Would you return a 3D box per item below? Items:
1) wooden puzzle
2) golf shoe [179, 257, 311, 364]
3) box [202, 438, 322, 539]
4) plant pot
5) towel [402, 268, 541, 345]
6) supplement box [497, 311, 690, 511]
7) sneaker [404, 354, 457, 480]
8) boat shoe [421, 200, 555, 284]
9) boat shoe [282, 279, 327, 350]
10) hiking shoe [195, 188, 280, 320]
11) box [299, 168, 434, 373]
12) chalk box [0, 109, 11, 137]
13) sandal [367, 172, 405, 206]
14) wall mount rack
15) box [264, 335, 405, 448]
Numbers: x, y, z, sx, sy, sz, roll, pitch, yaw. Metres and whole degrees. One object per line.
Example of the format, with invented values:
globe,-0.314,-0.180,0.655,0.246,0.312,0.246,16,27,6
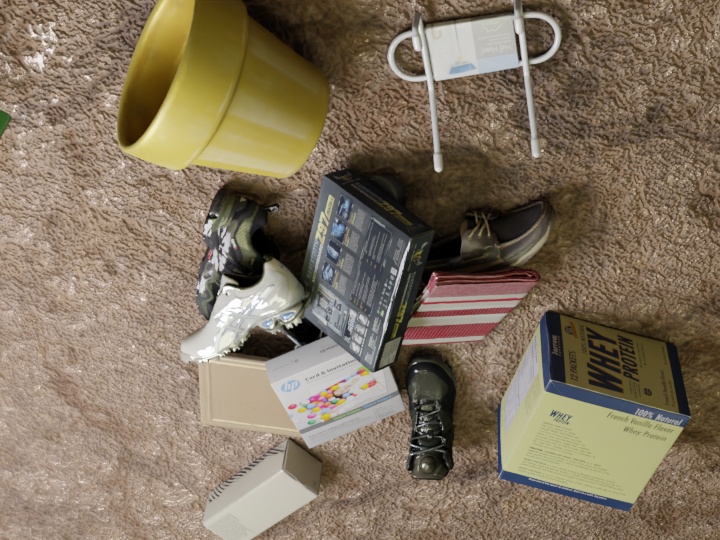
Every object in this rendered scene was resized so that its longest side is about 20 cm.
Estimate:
wooden puzzle,-0.142,0.176,1.532,0.181,0.038,0.202,8,141,1
golf shoe,-0.162,0.048,1.354,0.198,0.079,0.098,-26,109,18
box,-0.155,0.352,1.660,0.199,0.069,0.082,-36,117,28
plant pot,-0.144,-0.195,1.165,0.187,0.203,0.201,18,130,-29
towel,0.129,0.049,1.356,0.141,0.023,0.200,-1,155,-18
supplement box,0.310,0.194,1.443,0.197,0.135,0.202,14,129,-5
sneaker,0.101,0.220,1.502,0.075,0.115,0.202,-1,126,4
boat shoe,0.152,-0.032,1.323,0.199,0.075,0.073,-33,119,26
boat shoe,-0.064,0.080,1.440,0.074,0.062,0.200,-29,121,21
hiking shoe,-0.157,-0.006,1.375,0.099,0.076,0.202,12,128,1
box,0.000,0.000,1.308,0.157,0.051,0.203,36,126,32
chalk box,-0.514,-0.197,1.234,0.196,0.125,0.125,12,129,-5
sandal,0.020,-0.031,1.347,0.076,0.042,0.202,43,129,27
wall mount rack,0.130,-0.211,1.184,0.196,0.075,0.176,-7,127,12
box,-0.030,0.159,1.450,0.154,0.042,0.201,-21,143,-1
